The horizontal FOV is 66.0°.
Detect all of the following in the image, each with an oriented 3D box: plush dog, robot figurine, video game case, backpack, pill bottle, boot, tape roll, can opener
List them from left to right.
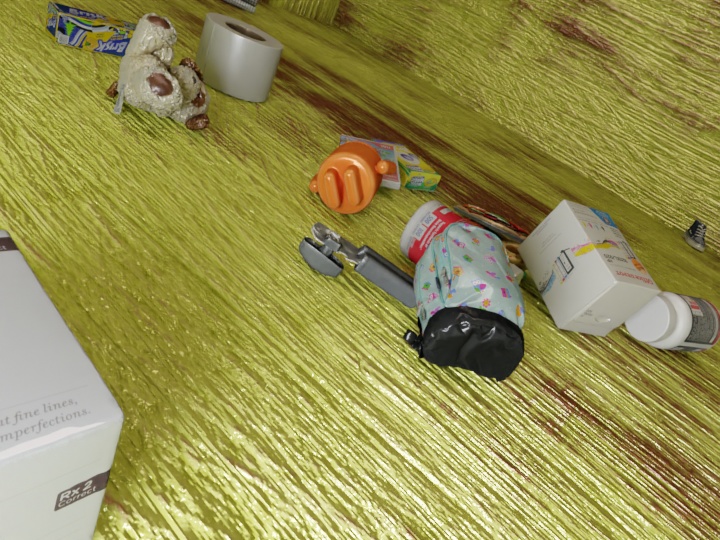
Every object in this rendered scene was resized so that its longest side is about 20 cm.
[{"bbox_3d":[-0.358,-0.336,1.033,0.170,0.159,0.204,17,52,-49],"label":"plush dog"},{"bbox_3d":[-0.307,-0.533,1.391,0.199,0.141,0.204,20,27,-11],"label":"tape roll"},{"bbox_3d":[-0.015,-0.179,1.050,0.116,0.144,0.201,40,25,-8],"label":"robot figurine"},{"bbox_3d":[0.000,0.000,0.829,0.198,0.067,0.054,34,23,-16],"label":"can opener"},{"bbox_3d":[0.019,-0.253,1.276,0.139,0.018,0.202,10,35,-8],"label":"video game case"},{"bbox_3d":[0.171,-0.021,0.941,0.199,0.114,0.111,39,29,24],"label":"pill bottle"},{"bbox_3d":[0.149,0.035,0.779,0.164,0.127,0.203,22,41,-22],"label":"backpack"},{"bbox_3d":[0.648,0.105,1.149,0.196,0.117,0.116,9,31,-32],"label":"pill bottle"},{"bbox_3d":[1.454,-0.155,2.389,0.072,0.092,0.200,27,26,2],"label":"boot"}]

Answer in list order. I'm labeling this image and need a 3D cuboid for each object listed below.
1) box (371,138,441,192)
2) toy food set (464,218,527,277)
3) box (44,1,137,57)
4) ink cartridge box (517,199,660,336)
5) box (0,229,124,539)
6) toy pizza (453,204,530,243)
[{"bbox_3d":[0.115,-0.260,1.396,0.116,0.049,0.201,0,39,-41],"label":"box"},{"bbox_3d":[0.259,-0.046,1.140,0.198,0.049,0.197,36,28,16],"label":"toy food set"},{"bbox_3d":[-0.567,-0.515,1.204,0.198,0.065,0.070,-6,41,-49],"label":"box"},{"bbox_3d":[0.430,-0.002,1.061,0.144,0.145,0.203,10,46,-31],"label":"ink cartridge box"},{"bbox_3d":[-0.277,0.088,0.311,0.199,0.133,0.197,41,30,27],"label":"box"},{"bbox_3d":[0.304,-0.111,1.260,0.197,0.032,0.200,25,11,-5],"label":"toy pizza"}]
